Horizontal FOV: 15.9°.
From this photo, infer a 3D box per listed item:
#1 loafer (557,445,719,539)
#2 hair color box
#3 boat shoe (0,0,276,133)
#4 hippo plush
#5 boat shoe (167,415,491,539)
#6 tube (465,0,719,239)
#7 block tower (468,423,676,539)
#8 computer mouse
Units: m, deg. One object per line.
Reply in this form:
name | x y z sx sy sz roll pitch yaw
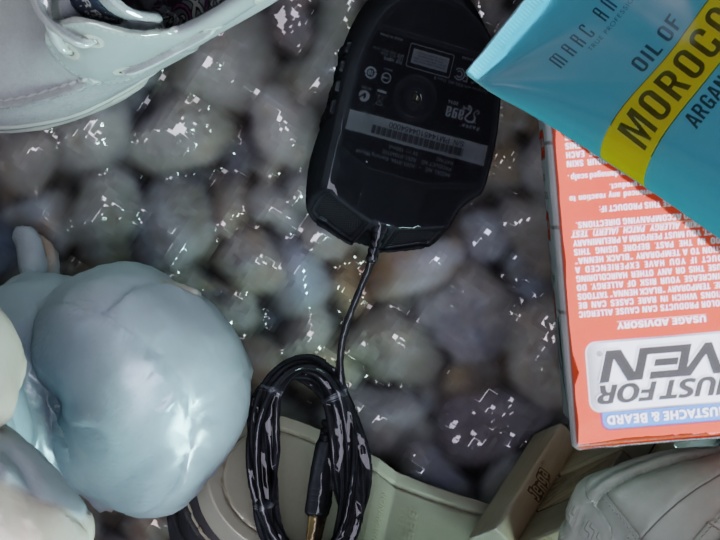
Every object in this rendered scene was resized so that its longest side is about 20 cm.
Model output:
loafer | 0.154 0.078 0.840 0.199 0.070 0.070 -19 125 -32
hair color box | 0.085 -0.051 0.802 0.063 0.111 0.201 -4 92 3
boat shoe | -0.067 -0.093 0.804 0.199 0.068 0.072 -17 95 26
hippo plush | -0.120 0.071 0.822 0.199 0.160 0.160 -8 94 40
boat shoe | 0.021 0.118 0.904 0.199 0.073 0.063 31 145 -14
tube | 0.125 -0.027 0.711 0.200 0.050 0.078 40 89 21
block tower | 0.130 0.137 0.892 0.200 0.054 0.058 46 142 -11
computer mouse | 0.000 0.000 0.855 0.058 0.034 0.201 17 87 -18
